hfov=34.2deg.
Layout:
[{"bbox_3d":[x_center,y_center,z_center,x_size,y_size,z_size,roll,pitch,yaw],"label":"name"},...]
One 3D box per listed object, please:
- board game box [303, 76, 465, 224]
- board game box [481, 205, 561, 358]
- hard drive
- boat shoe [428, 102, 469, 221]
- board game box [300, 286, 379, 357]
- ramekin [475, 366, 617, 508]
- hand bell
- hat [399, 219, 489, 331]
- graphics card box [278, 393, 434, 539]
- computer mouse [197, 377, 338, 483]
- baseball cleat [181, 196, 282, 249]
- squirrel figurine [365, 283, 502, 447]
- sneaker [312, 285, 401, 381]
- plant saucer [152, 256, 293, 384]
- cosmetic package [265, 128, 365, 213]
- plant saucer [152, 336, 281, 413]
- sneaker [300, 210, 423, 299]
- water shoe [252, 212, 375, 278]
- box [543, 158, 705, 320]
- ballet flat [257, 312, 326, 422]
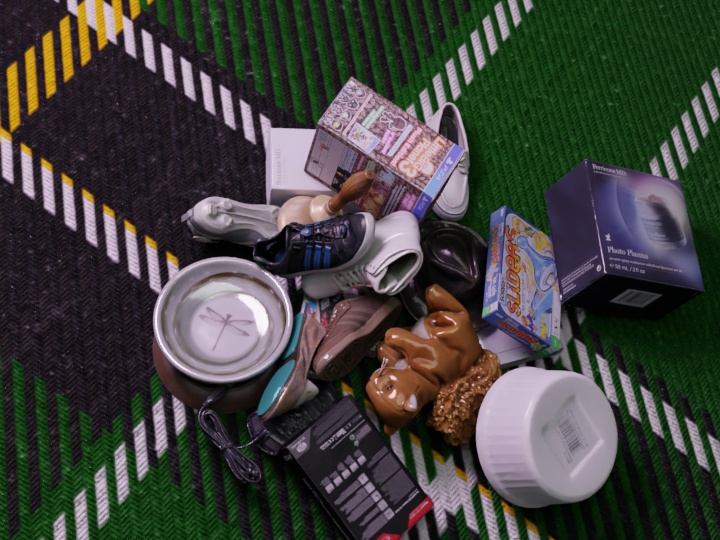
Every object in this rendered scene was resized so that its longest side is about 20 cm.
[{"bbox_3d":[0.031,-0.162,1.727,0.199,0.160,0.097,34,67,2],"label":"board game box"},{"bbox_3d":[0.249,0.016,1.780,0.135,0.034,0.201,31,48,-27],"label":"board game box"},{"bbox_3d":[0.220,0.050,1.822,0.131,0.027,0.201,-13,67,-17],"label":"hard drive"},{"bbox_3d":[0.146,-0.179,1.898,0.071,0.066,0.202,6,63,-8],"label":"boat shoe"},{"bbox_3d":[-0.020,0.024,1.783,0.125,0.035,0.202,13,62,-5],"label":"board game box"},{"bbox_3d":[0.270,0.235,1.655,0.199,0.097,0.202,5,80,-33],"label":"ramekin"},{"bbox_3d":[-0.033,-0.097,1.695,0.103,0.200,0.105,11,65,-26],"label":"hand bell"},{"bbox_3d":[0.142,-0.007,1.772,0.199,0.081,0.202,6,61,-11],"label":"hat"},{"bbox_3d":[-0.005,0.288,1.623,0.125,0.051,0.201,-38,92,-24],"label":"graphics card box"},{"bbox_3d":[-0.137,0.201,1.662,0.140,0.046,0.200,46,61,8],"label":"computer mouse"},{"bbox_3d":[-0.177,-0.067,1.781,0.199,0.106,0.070,19,68,-35],"label":"baseball cleat"},{"bbox_3d":[0.105,0.161,1.671,0.200,0.142,0.187,40,48,-4],"label":"squirrel figurine"},{"bbox_3d":[-0.021,0.088,1.685,0.075,0.071,0.200,30,39,21],"label":"sneaker"},{"bbox_3d":[-0.196,0.078,1.675,0.198,0.050,0.202,2,59,-4],"label":"plant saucer"},{"bbox_3d":[-0.049,-0.156,1.841,0.198,0.081,0.114,0,67,-12],"label":"cosmetic package"},{"bbox_3d":[-0.204,0.109,1.710,0.198,0.032,0.202,4,63,-8],"label":"plant saucer"},{"bbox_3d":[0.000,0.000,1.674,0.199,0.074,0.116,-32,31,15],"label":"sneaker"},{"bbox_3d":[-0.069,-0.036,1.658,0.079,0.199,0.072,22,55,-45],"label":"water shoe"},{"bbox_3d":[0.409,-0.047,1.825,0.198,0.123,0.200,9,60,-27],"label":"box"},{"bbox_3d":[-0.085,0.143,1.644,0.067,0.068,0.201,36,46,-17],"label":"ballet flat"}]
